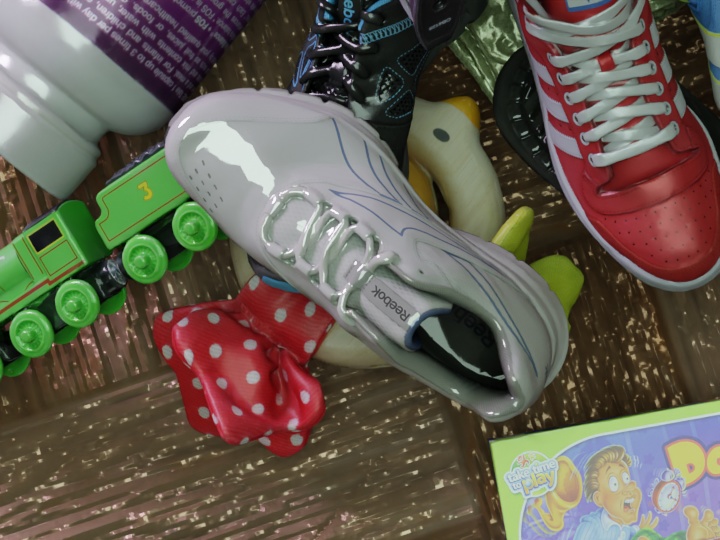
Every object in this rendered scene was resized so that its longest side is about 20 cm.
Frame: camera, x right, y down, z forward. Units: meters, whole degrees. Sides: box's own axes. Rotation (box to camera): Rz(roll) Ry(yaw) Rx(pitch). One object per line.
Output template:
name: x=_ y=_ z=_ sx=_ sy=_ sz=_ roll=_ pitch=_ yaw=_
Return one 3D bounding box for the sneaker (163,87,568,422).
sneaker: x=0.004 y=-0.009 z=1.224 sx=0.200 sy=0.087 sz=0.075 roll=33 pitch=106 yaw=-4

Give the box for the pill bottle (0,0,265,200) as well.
pill bottle: x=-0.105 y=-0.134 z=1.332 sx=0.112 sy=0.112 sz=0.200 roll=39 pitch=89 yaw=3

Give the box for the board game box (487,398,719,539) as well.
board game box: x=0.168 y=0.127 z=1.347 sx=0.199 sy=0.045 sz=0.135 roll=-11 pitch=87 yaw=1

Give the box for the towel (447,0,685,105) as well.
towel: x=0.110 y=-0.180 z=1.365 sx=0.200 sy=0.036 sz=0.149 roll=-32 pitch=86 yaw=1

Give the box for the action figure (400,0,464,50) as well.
action figure: x=-0.001 y=-0.194 z=1.222 sx=0.130 sy=0.069 sz=0.200 roll=-33 pitch=63 yaw=-1

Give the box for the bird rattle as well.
bird rattle: x=0.000 y=0.000 z=1.351 sx=0.199 sy=0.113 sz=0.164 roll=-9 pitch=76 yaw=14

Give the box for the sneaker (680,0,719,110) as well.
sneaker: x=0.145 y=-0.162 z=1.316 sx=0.105 sy=0.076 sz=0.201 roll=-1 pitch=80 yaw=16

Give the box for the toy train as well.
toy train: x=-0.139 y=0.003 z=1.332 sx=0.200 sy=0.042 sz=0.057 roll=-32 pitch=89 yaw=24

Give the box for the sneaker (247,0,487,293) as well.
sneaker: x=-0.007 y=-0.089 z=1.294 sx=0.073 sy=0.082 sz=0.201 roll=17 pitch=76 yaw=25

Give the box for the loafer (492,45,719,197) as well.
loafer: x=0.147 y=-0.037 z=1.339 sx=0.200 sy=0.071 sz=0.073 roll=30 pitch=82 yaw=-2

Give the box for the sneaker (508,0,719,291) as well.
sneaker: x=0.107 y=-0.091 z=1.250 sx=0.071 sy=0.112 sz=0.201 roll=-22 pitch=80 yaw=-2
